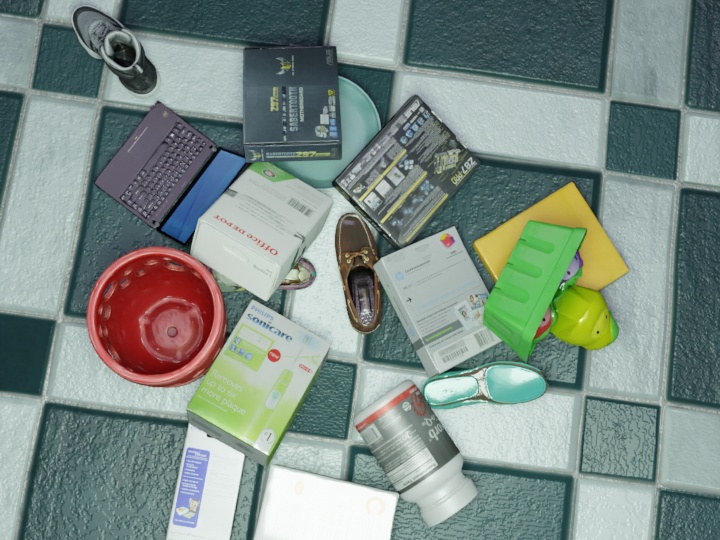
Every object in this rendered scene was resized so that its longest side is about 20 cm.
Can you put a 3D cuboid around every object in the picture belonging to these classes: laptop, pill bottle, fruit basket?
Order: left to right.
[{"bbox_3d":[-0.305,-0.159,1.512,0.199,0.103,0.178,37,80,-2],"label":"laptop"},{"bbox_3d":[0.086,0.279,1.433,0.115,0.116,0.201,-33,82,-7],"label":"pill bottle"},{"bbox_3d":[0.310,0.049,1.444,0.212,0.156,0.219,-2,69,5],"label":"fruit basket"}]

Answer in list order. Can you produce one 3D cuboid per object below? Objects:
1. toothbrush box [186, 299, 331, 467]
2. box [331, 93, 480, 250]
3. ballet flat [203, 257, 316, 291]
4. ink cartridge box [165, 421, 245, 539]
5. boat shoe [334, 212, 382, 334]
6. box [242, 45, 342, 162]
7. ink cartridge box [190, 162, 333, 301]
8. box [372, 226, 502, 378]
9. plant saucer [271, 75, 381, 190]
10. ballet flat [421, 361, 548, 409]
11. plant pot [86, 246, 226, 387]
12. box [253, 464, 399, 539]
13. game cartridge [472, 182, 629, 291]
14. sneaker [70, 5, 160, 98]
[{"bbox_3d":[-0.155,0.173,1.442,0.144,0.086,0.201,29,65,4],"label":"toothbrush box"},{"bbox_3d":[0.076,-0.159,1.530,0.161,0.049,0.200,43,81,-8],"label":"box"},{"bbox_3d":[-0.169,0.000,1.502,0.197,0.071,0.070,2,82,0],"label":"ballet flat"},{"bbox_3d":[-0.236,0.341,1.453,0.098,0.039,0.203,10,80,0],"label":"ink cartridge box"},{"bbox_3d":[0.000,0.000,1.508,0.069,0.070,0.203,-11,78,-2],"label":"boat shoe"},{"bbox_3d":[-0.110,-0.269,1.505,0.155,0.051,0.202,-2,61,-2],"label":"box"},{"bbox_3d":[-0.152,-0.068,1.457,0.145,0.085,0.200,30,43,5],"label":"ink cartridge box"},{"bbox_3d":[0.130,0.048,1.489,0.155,0.041,0.202,-23,81,-28],"label":"box"},{"bbox_3d":[-0.065,-0.227,1.566,0.197,0.036,0.203,0,79,-2],"label":"plant saucer"},{"bbox_3d":[0.194,0.178,1.473,0.197,0.070,0.068,-7,91,9],"label":"ballet flat"},{"bbox_3d":[-0.297,0.079,1.427,0.197,0.183,0.204,0,80,-1],"label":"plant pot"},{"bbox_3d":[-0.051,0.377,1.420,0.197,0.098,0.126,13,79,2],"label":"box"},{"bbox_3d":[0.311,-0.021,1.540,0.198,0.032,0.178,-30,81,-4],"label":"game cartridge"},{"bbox_3d":[-0.411,-0.380,1.546,0.075,0.114,0.200,-42,83,-9],"label":"sneaker"}]
